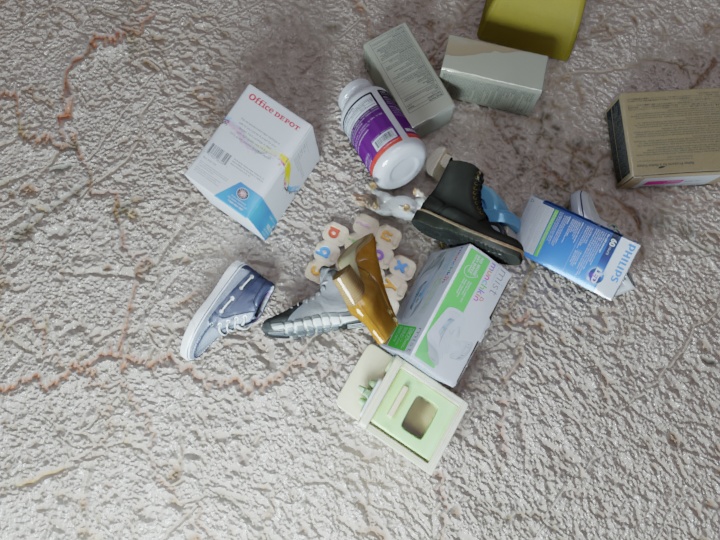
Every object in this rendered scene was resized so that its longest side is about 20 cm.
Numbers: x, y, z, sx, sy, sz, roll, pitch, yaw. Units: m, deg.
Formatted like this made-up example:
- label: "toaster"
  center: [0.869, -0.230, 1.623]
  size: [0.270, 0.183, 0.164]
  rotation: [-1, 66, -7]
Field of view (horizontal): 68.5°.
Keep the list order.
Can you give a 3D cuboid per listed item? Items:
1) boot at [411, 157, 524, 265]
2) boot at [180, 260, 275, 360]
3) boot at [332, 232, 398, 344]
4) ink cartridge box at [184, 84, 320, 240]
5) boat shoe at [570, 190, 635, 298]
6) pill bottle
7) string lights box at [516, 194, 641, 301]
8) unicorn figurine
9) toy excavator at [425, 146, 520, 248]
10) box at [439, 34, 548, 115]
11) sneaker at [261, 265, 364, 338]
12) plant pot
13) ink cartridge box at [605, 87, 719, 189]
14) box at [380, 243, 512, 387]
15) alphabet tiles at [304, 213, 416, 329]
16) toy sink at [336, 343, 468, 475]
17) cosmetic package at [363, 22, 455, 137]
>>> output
- label: "boot"
  center: [0.194, -0.104, 0.863]
  size: [0.196, 0.078, 0.141]
  rotation: [26, 80, 26]
- label: "boot"
  center: [-0.240, 0.087, 0.958]
  size: [0.089, 0.073, 0.204]
  rotation: [28, 80, 13]
- label: "boot"
  center: [0.019, 0.031, 0.929]
  size: [0.070, 0.202, 0.146]
  rotation: [-28, 107, 24]
- label: "ink cartridge box"
  center: [-0.189, -0.194, 0.976]
  size: [0.145, 0.146, 0.203]
  rotation: [33, 81, 8]
- label: "boat shoe"
  center: [0.445, -0.055, 0.961]
  size: [0.066, 0.073, 0.206]
  rotation: [-20, 88, 39]
- label: "pill bottle"
  center: [0.034, -0.260, 0.990]
  size: [0.110, 0.113, 0.203]
  rotation: [-28, 65, -4]
- label: "string lights box"
  center: [0.372, -0.043, 0.928]
  size: [0.197, 0.058, 0.105]
  rotation: [31, 110, 25]
- label: "unicorn figurine"
  center: [0.086, -0.109, 0.973]
  size: [0.197, 0.137, 0.075]
  rotation: [32, 91, 22]
- label: "toy excavator"
  center: [0.202, -0.126, 0.966]
  size: [0.190, 0.099, 0.207]
  rotation: [3, 79, 36]
- label: "box"
  center: [0.252, -0.378, 1.028]
  size: [0.194, 0.095, 0.080]
  rotation: [15, 78, 3]
- label: "sneaker"
  center: [-0.084, 0.053, 0.953]
  size: [0.193, 0.075, 0.119]
  rotation: [-6, 73, -10]
- label: "plant pot"
  center: [0.356, -0.568, 1.020]
  size: [0.194, 0.177, 0.206]
  rotation: [16, 80, 5]
- label: "ink cartridge box"
  center: [0.583, -0.249, 1.002]
  size: [0.193, 0.075, 0.171]
  rotation: [-2, 80, 1]
- label: "box"
  center: [0.139, 0.073, 0.891]
  size: [0.095, 0.176, 0.203]
  rotation: [32, 82, -9]
- label: "alphabet tiles"
  center: [0.000, 0.000, 0.999]
  size: [0.191, 0.015, 0.205]
  rotation: [24, 81, 6]
- label: "toy sink"
  center: [0.065, 0.228, 0.902]
  size: [0.197, 0.112, 0.132]
  rotation: [33, 81, 8]
- label: "cosmetic package"
  center: [0.093, -0.367, 1.041]
  size: [0.103, 0.071, 0.204]
  rotation: [-26, 79, -4]
